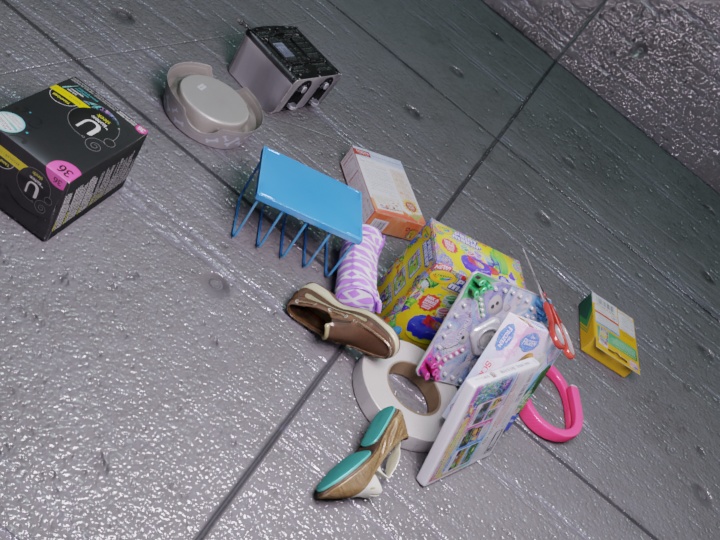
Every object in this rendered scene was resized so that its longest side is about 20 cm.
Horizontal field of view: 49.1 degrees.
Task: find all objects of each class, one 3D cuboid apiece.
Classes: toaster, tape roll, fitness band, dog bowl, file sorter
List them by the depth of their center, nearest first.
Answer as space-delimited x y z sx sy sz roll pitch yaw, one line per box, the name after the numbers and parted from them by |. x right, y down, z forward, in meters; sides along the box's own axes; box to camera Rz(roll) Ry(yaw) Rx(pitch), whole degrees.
0.079 0.204 1.304 0.202 0.037 0.203 25 37 -20 | tape roll
-0.111 -0.096 1.390 0.199 0.123 0.139 23 38 -20 | file sorter
0.358 0.243 1.510 0.143 0.037 0.200 28 35 -15 | fitness band
-0.290 -0.317 1.530 0.199 0.059 0.201 24 37 -20 | dog bowl
-0.172 -0.446 1.725 0.200 0.119 0.181 47 35 11 | toaster

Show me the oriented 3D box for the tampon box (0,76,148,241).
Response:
-0.446 -0.170 1.168 0.150 0.126 0.200 36 35 -2 | tampon box

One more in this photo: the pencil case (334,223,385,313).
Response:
0.000 0.000 1.414 0.085 0.084 0.201 0 42 4 | pencil case

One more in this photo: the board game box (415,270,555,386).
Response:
0.215 0.115 1.324 0.199 0.201 0.026 19 17 -36 | board game box

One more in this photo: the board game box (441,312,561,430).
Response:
0.244 0.173 1.301 0.041 0.200 0.200 38 12 33 | board game box

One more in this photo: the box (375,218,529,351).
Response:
0.159 0.044 1.416 0.199 0.193 0.122 23 37 -20 | box

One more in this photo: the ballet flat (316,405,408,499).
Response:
0.015 0.280 1.139 0.073 0.068 0.200 57 41 -9 | ballet flat

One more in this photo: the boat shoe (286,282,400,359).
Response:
-0.034 0.094 1.273 0.202 0.075 0.075 26 37 26 | boat shoe

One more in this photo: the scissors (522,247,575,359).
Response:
0.314 0.055 1.323 0.073 0.014 0.201 27 39 -45 | scissors

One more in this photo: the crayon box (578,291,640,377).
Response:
0.558 0.152 1.776 0.125 0.052 0.200 32 35 -9 | crayon box

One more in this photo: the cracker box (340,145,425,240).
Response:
0.046 -0.163 1.662 0.133 0.058 0.201 13 44 -33 | cracker box

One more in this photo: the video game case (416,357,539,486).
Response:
0.184 0.233 1.227 0.182 0.201 0.024 -8 39 -46 | video game case
